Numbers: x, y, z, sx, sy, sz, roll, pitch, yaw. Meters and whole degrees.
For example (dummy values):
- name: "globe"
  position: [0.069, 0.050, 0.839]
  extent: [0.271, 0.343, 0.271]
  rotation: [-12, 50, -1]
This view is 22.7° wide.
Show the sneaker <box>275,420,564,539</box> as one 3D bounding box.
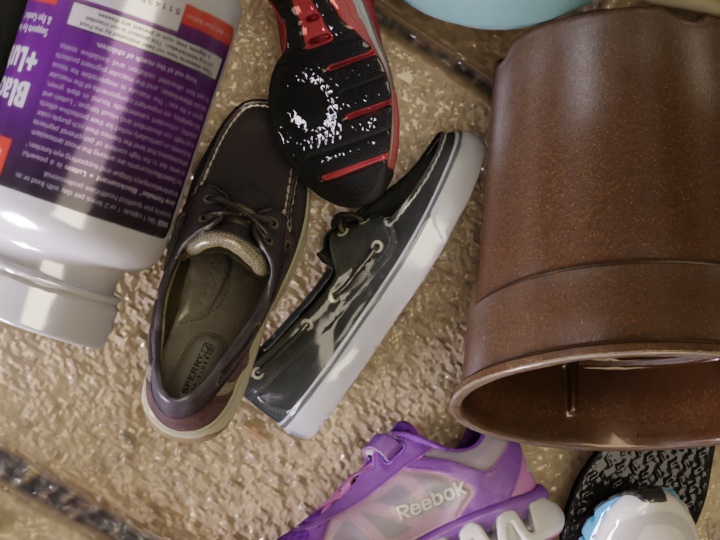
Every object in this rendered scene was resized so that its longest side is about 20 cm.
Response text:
- name: "sneaker"
  position: [0.013, 0.135, 1.020]
  extent: [0.199, 0.080, 0.089]
  rotation: [-16, 89, -14]

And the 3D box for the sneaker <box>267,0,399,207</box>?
- name: "sneaker"
  position: [-0.012, -0.137, 0.992]
  extent: [0.073, 0.087, 0.201]
  rotation: [-10, 100, 24]

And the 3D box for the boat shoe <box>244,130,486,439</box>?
- name: "boat shoe"
  position: [0.000, 0.000, 1.011]
  extent: [0.056, 0.069, 0.201]
  rotation: [33, 89, -10]

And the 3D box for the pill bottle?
- name: "pill bottle"
  position: [-0.145, -0.066, 0.957]
  extent: [0.111, 0.111, 0.201]
  rotation: [18, 89, -11]

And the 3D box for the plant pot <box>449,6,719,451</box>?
- name: "plant pot"
  position: [0.146, -0.021, 0.965]
  extent: [0.199, 0.200, 0.199]
  rotation: [4, 70, -11]

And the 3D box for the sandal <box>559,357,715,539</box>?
- name: "sandal"
  position: [0.177, 0.093, 1.060]
  extent: [0.075, 0.045, 0.201]
  rotation: [25, 87, -9]

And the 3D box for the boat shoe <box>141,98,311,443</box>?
- name: "boat shoe"
  position: [-0.071, -0.006, 0.977]
  extent: [0.072, 0.065, 0.201]
  rotation: [18, 72, -1]

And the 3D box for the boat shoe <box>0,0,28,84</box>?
- name: "boat shoe"
  position: [-0.227, -0.113, 0.966]
  extent: [0.064, 0.074, 0.203]
  rotation: [16, 94, 26]

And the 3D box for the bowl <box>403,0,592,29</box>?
- name: "bowl"
  position: [0.076, -0.205, 0.966]
  extent: [0.200, 0.201, 0.105]
  rotation: [-17, 136, -9]

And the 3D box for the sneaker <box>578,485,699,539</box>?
- name: "sneaker"
  position: [0.163, 0.220, 1.014]
  extent: [0.075, 0.087, 0.201]
  rotation: [-2, 112, -6]

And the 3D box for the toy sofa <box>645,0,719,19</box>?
- name: "toy sofa"
  position: [0.226, -0.239, 1.010]
  extent: [0.082, 0.098, 0.201]
  rotation: [15, 91, 24]
